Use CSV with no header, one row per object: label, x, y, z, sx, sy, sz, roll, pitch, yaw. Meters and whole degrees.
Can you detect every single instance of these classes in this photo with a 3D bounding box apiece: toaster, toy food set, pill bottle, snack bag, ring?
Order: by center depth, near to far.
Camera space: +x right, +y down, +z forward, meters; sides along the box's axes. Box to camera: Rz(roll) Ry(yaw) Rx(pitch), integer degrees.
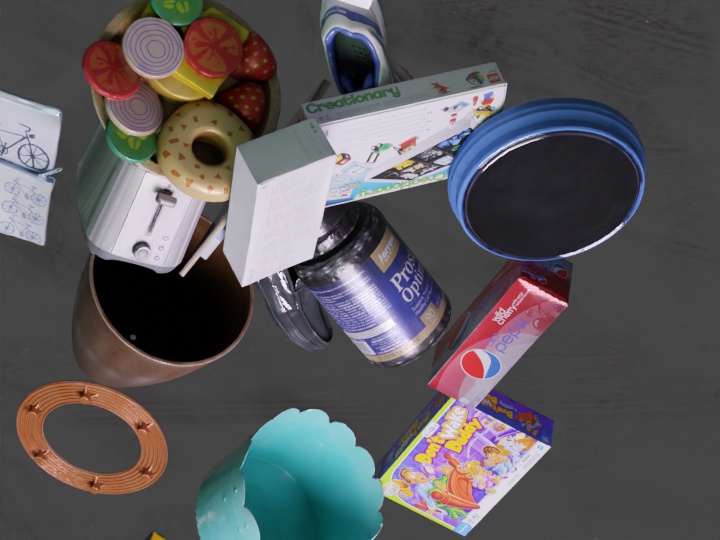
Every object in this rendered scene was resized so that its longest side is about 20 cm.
toy food set,-0.167,-0.176,1.530,0.197,0.201,0.049,32,157,-15
toaster,-0.217,-0.104,1.620,0.113,0.200,0.129,17,123,-25
pill bottle,0.000,0.000,1.691,0.112,0.112,0.200,-23,122,29
snack bag,-0.419,-0.128,1.742,0.188,0.021,0.200,19,131,-2
ring,-0.342,0.217,2.019,0.199,0.019,0.201,6,131,7

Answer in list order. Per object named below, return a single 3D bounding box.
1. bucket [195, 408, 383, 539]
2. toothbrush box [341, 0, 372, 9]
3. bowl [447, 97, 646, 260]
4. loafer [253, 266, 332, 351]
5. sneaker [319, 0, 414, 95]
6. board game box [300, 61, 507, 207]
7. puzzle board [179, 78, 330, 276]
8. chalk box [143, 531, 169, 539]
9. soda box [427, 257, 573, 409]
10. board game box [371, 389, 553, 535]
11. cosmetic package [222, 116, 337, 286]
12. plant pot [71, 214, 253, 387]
bucket,-0.087,0.280,1.895,0.207,0.208,0.135,35,139,-17
toothbrush box,-0.061,-0.341,1.432,0.199,0.085,0.147,17,131,0
bowl,0.187,-0.085,1.585,0.199,0.040,0.201,-5,138,-4
loafer,-0.075,0.010,1.746,0.070,0.068,0.201,-18,126,19
sneaker,0.005,-0.179,1.554,0.075,0.088,0.200,-14,127,21
board game box,0.039,-0.129,1.547,0.199,0.035,0.127,-14,146,-13
puzzle board,-0.104,-0.091,1.612,0.017,0.151,0.200,36,128,-8
chalk box,-0.296,0.469,2.153,0.124,0.125,0.200,34,130,-15
soda box,0.150,0.061,1.734,0.063,0.070,0.200,28,130,-10
board game box,0.119,0.220,1.894,0.134,0.045,0.200,27,131,-10
cosmetic package,-0.080,-0.062,1.507,0.082,0.051,0.200,-24,159,-20
plant pot,-0.244,0.053,1.766,0.186,0.187,0.200,31,144,-14
